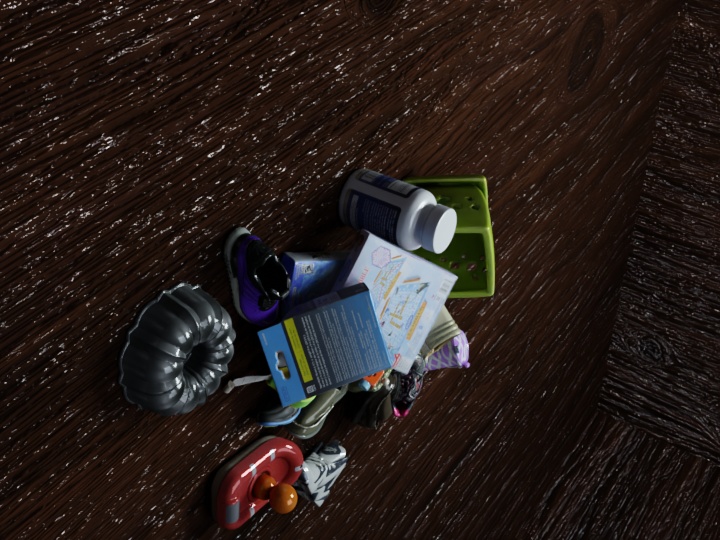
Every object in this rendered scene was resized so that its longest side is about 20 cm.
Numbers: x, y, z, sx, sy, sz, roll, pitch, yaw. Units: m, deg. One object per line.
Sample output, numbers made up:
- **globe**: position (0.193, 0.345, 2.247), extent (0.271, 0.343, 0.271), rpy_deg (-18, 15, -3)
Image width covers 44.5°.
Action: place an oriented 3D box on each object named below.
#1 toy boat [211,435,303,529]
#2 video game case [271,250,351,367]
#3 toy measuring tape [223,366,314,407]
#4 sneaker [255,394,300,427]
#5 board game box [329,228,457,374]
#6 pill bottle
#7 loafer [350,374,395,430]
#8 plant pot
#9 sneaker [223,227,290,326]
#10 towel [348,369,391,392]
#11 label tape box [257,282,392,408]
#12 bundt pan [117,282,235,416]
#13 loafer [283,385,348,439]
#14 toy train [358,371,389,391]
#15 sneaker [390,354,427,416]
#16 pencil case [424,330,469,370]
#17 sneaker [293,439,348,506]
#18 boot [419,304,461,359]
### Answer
- **toy boat**: position (-0.168, 0.392, 1.590), extent (0.199, 0.130, 0.132), rpy_deg (-33, 137, -47)
- **video game case**: position (-0.067, 0.065, 1.564), extent (0.179, 0.045, 0.203), rpy_deg (-4, 115, -38)
- **toy measuring tape**: position (-0.138, 0.208, 1.520), extent (0.198, 0.073, 0.075), rpy_deg (-6, 117, -39)
- **sneaker**: position (-0.127, 0.213, 1.620), extent (0.199, 0.070, 0.084), rpy_deg (-42, 121, -36)
- **board game box**: position (0.043, 0.057, 1.552), extent (0.198, 0.041, 0.202), rpy_deg (25, 96, -26)
- **pill bottle**: position (0.068, -0.102, 1.578), extent (0.111, 0.198, 0.112), rpy_deg (-39, 141, -41)
- **loafer**: position (0.040, 0.275, 1.866), extent (0.201, 0.071, 0.074), rpy_deg (118, -3, -55)
- **plant pot**: position (0.168, -0.077, 1.761), extent (0.200, 0.197, 0.183), rpy_deg (77, 16, -47)
- **sneaker**: position (-0.151, 0.030, 1.392), extent (0.070, 0.099, 0.202), rpy_deg (-47, 146, -29)
- **towel**: position (0.048, 0.163, 1.820), extent (0.201, 0.036, 0.148), rpy_deg (-60, -164, -19)
- **label tape box**: position (-0.062, 0.122, 1.474), extent (0.197, 0.063, 0.146), rpy_deg (-19, 107, -7)
- **bundt pan**: position (-0.258, 0.125, 1.301), extent (0.202, 0.075, 0.204), rpy_deg (-40, 141, -43)
- **loafer**: position (-0.082, 0.241, 1.690), extent (0.200, 0.075, 0.070), rpy_deg (-50, 163, -49)
- **toy train**: position (0.017, 0.133, 1.745), extent (0.201, 0.149, 0.056), rpy_deg (-59, -176, -24)
- **sneaker**: position (0.100, 0.233, 1.864), extent (0.201, 0.079, 0.075), rpy_deg (92, 2, -49)
- **pencil case**: position (0.144, 0.186, 1.923), extent (0.084, 0.198, 0.087), rpy_deg (-21, 95, -59)
- **sneaker**: position (-0.086, 0.390, 1.790), extent (0.130, 0.079, 0.200), rpy_deg (-57, 151, -21)
- **boot**: position (0.077, 0.102, 1.661), extent (0.198, 0.157, 0.073), rpy_deg (-30, 171, 15)
